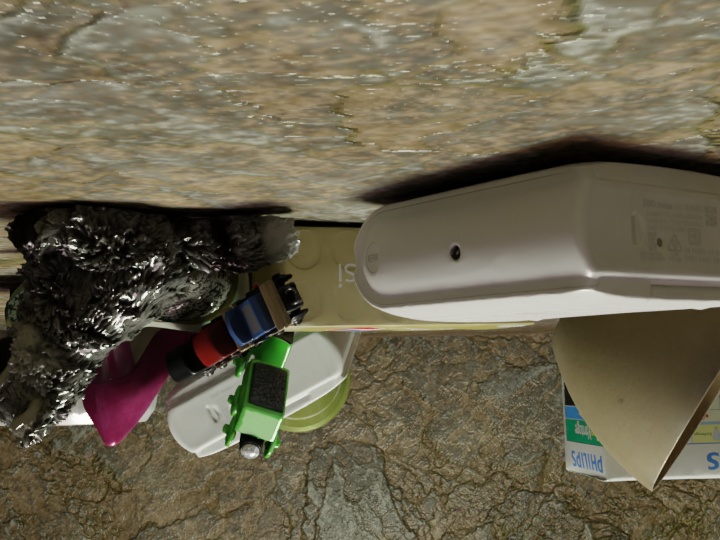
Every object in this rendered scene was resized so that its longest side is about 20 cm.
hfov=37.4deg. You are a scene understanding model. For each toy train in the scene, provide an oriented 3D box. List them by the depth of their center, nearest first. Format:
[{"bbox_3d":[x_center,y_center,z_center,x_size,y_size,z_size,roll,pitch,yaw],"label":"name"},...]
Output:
[{"bbox_3d":[-0.089,0.043,0.700,0.045,0.035,0.199,-24,176,-31],"label":"toy train"},{"bbox_3d":[-0.068,0.053,0.777,0.041,0.057,0.201,17,-146,-11],"label":"toy train"}]

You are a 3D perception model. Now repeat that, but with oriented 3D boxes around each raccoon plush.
[{"bbox_3d":[-0.136,0.034,0.630,0.196,0.137,0.097,-2,173,9],"label":"raccoon plush"}]

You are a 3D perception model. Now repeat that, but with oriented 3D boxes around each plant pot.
[{"bbox_3d":[0.240,0.061,0.889,0.133,0.202,0.200,32,-172,22],"label":"plant pot"},{"bbox_3d":[-0.116,0.171,1.903,0.196,0.204,0.190,-1,161,0],"label":"plant pot"}]

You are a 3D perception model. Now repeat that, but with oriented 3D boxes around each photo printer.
[{"bbox_3d":[0.104,-0.009,0.596,0.164,0.071,0.199,2,174,-35],"label":"photo printer"},{"bbox_3d":[-0.081,0.081,0.983,0.165,0.070,0.200,-29,-172,11],"label":"photo printer"}]

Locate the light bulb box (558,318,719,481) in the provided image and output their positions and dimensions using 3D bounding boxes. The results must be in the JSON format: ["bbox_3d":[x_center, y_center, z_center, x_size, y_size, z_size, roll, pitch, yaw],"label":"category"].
[{"bbox_3d":[0.304,0.096,1.035,0.194,0.204,0.125,0,174,-6],"label":"light bulb box"}]

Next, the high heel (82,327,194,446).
[{"bbox_3d":[-0.188,0.095,0.961,0.066,0.098,0.200,-7,179,10],"label":"high heel"}]

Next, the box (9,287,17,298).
[{"bbox_3d":[-0.240,0.038,1.108,0.159,0.045,0.198,-6,172,43],"label":"box"}]

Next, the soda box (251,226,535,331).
[{"bbox_3d":[0.024,0.008,0.752,0.197,0.069,0.064,1,174,-25],"label":"soda box"}]

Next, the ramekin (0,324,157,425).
[{"bbox_3d":[-0.292,0.106,1.068,0.198,0.096,0.202,-1,174,0],"label":"ramekin"}]

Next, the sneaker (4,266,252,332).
[{"bbox_3d":[-0.180,0.009,0.777,0.196,0.078,0.089,-10,162,13],"label":"sneaker"}]
